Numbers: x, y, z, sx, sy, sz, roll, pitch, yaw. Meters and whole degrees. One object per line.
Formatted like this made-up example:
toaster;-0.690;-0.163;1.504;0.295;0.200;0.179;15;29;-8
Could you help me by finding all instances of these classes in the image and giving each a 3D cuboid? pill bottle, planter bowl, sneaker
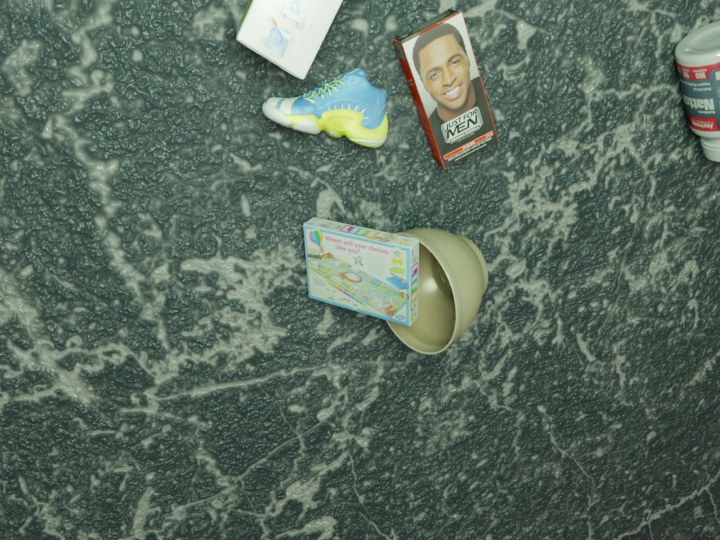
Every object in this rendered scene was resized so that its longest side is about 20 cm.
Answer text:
pill bottle;0.598;-0.290;0.972;0.117;0.120;0.203;-30;119;3
planter bowl;0.130;0.017;0.987;0.132;0.198;0.206;-23;124;-33
sneaker;-0.046;-0.252;0.872;0.194;0.076;0.109;7;103;-25

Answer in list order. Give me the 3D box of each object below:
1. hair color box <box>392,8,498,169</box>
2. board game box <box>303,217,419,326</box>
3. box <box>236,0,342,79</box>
hair color box;0.132;-0.274;0.902;0.099;0.062;0.204;-26;118;2
board game box;0.000;0.000;0.953;0.195;0.034;0.139;14;121;27
box;-0.076;-0.376;0.771;0.099;0.113;0.203;24;108;-22
